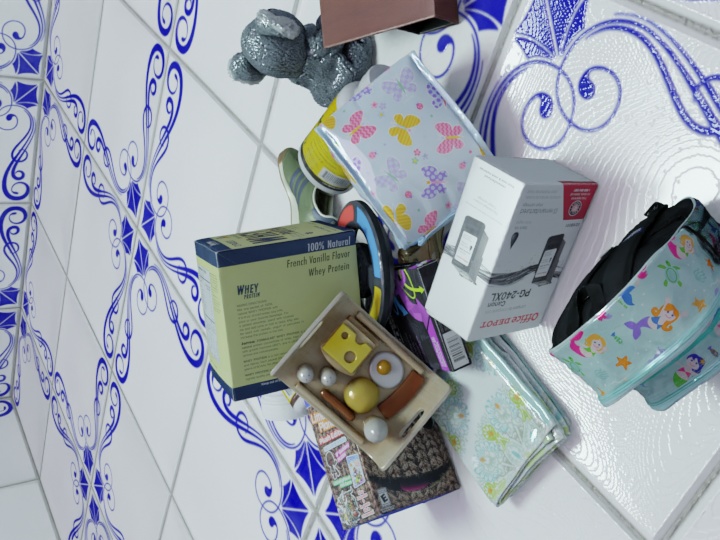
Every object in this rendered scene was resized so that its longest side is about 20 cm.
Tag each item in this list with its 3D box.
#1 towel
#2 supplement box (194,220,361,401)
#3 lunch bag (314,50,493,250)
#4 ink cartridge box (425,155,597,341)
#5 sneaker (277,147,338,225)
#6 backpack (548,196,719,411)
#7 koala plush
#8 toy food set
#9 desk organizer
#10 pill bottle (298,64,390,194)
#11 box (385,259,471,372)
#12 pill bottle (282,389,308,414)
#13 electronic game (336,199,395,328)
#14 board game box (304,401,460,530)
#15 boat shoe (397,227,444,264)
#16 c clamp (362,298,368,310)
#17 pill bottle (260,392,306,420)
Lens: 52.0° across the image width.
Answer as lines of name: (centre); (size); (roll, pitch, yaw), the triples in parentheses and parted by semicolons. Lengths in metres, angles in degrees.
towel: (0.171, 0.186, 0.983); (0.201, 0.048, 0.172); (56, 133, 34)
supplement box: (-0.113, 0.048, 1.034); (0.134, 0.198, 0.202); (-160, 63, -63)
lunch bag: (0.066, -0.148, 0.970); (0.169, 0.127, 0.201); (-39, 79, 5)
ink cartridge box: (0.176, -0.026, 0.875); (0.083, 0.144, 0.202); (38, 122, 41)
sneaker: (-0.081, -0.140, 1.278); (0.089, 0.067, 0.202); (-28, 60, 28)
backpack: (0.278, 0.041, 0.708); (0.151, 0.199, 0.178); (48, 131, 12)
koala plush: (-0.099, -0.349, 1.159); (0.177, 0.198, 0.186); (-31, 70, 49)
toy food set: (0.002, 0.144, 0.966); (0.144, 0.200, 0.060); (-49, 8, -3)
desk organizer: (0.037, -0.370, 1.046); (0.198, 0.071, 0.078); (-3, 95, 37)
pill bottle: (-0.005, -0.214, 1.123); (0.200, 0.110, 0.112); (-42, 61, 45)
box: (0.074, 0.062, 1.030); (0.144, 0.036, 0.200); (70, 162, -4)
pill bottle: (-0.109, 0.124, 1.196); (0.201, 0.109, 0.110); (53, 133, 20)
electronic game: (0.000, 0.000, 1.061); (0.200, 0.041, 0.203); (173, 90, -70)
board game box: (0.030, 0.251, 1.083); (0.097, 0.158, 0.202); (-40, 63, 45)
boat shoe: (0.082, -0.023, 1.065); (0.071, 0.064, 0.203); (3, 96, 52)
c clamp: (-0.037, 0.070, 1.260); (0.199, 0.027, 0.173); (13, 103, 52)
pill bottle: (-0.141, 0.159, 1.330); (0.113, 0.112, 0.203); (2, 99, 52)
